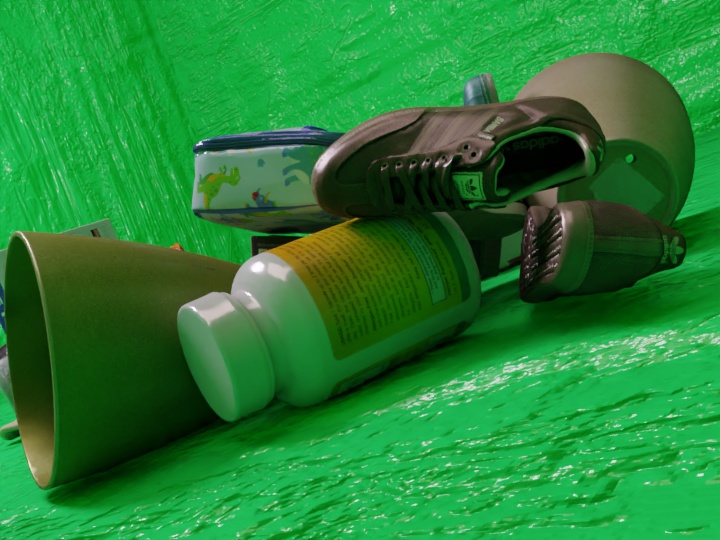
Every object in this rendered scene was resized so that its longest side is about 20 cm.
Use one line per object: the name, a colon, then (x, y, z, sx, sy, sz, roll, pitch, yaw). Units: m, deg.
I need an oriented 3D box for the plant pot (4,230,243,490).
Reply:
plant pot: (-0.157, 0.057, 0.626, 0.200, 0.188, 0.187, -6, -5, -32)

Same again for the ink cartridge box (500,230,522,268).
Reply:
ink cartridge box: (0.138, -0.041, 0.999, 0.147, 0.086, 0.200, -22, 2, -13)

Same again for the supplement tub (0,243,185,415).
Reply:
supplement tub: (-0.228, 0.069, 0.753, 0.200, 0.123, 0.123, -35, 5, -7)

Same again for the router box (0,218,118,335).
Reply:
router box: (-0.374, 0.050, 1.043, 0.049, 0.200, 0.179, -22, 2, 42)

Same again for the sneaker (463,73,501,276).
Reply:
sneaker: (0.098, -0.088, 0.773, 0.080, 0.200, 0.071, 0, 17, 5)

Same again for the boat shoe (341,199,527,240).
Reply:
boat shoe: (0.058, -0.069, 0.670, 0.200, 0.060, 0.072, 4, -25, -32)

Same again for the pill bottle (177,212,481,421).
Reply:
pill bottle: (-0.021, 0.029, 0.568, 0.200, 0.113, 0.113, -23, 4, -29)

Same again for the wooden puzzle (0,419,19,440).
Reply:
wooden puzzle: (-0.346, 0.168, 1.042, 0.200, 0.037, 0.185, -24, 1, 38)

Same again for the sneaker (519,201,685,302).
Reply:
sneaker: (0.155, -0.008, 0.543, 0.075, 0.071, 0.200, 6, 3, 4)

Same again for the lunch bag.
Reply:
lunch bag: (-0.047, -0.078, 0.744, 0.160, 0.083, 0.200, 1, -2, 24)

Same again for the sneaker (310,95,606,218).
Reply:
sneaker: (0.061, -0.072, 0.529, 0.200, 0.071, 0.076, -14, 26, 7)

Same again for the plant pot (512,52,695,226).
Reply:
plant pot: (0.217, -0.090, 0.706, 0.187, 0.188, 0.200, -20, 14, 16)

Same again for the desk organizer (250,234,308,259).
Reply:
desk organizer: (0.000, 0.000, 0.768, 0.200, 0.072, 0.077, 3, 9, 24)
